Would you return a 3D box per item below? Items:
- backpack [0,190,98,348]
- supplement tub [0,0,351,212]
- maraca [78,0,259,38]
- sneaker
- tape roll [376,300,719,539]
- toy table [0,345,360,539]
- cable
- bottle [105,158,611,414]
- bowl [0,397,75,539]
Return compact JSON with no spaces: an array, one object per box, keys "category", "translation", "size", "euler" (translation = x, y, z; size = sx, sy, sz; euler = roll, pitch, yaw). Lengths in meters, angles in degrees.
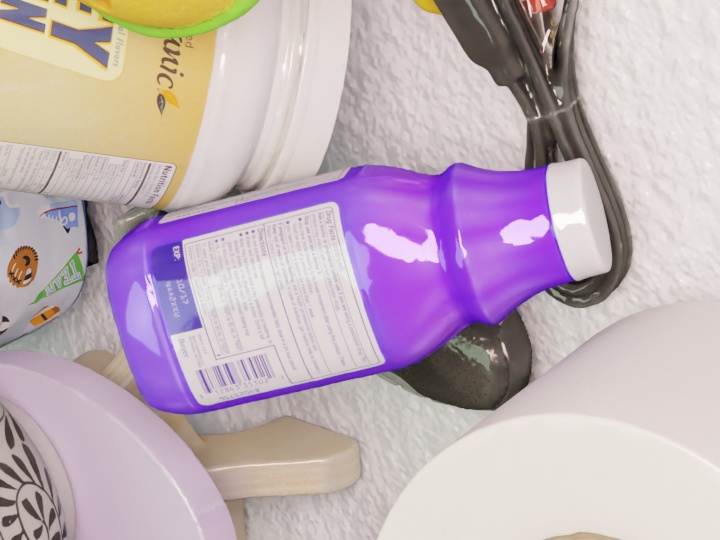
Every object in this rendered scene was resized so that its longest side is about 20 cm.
[{"category":"backpack","translation":[-0.228,-0.036,1.291],"size":[0.190,0.154,0.201],"euler":[-13,98,37]},{"category":"supplement tub","translation":[-0.115,-0.101,1.081],"size":[0.144,0.199,0.145],"euler":[-173,90,-73]},{"category":"maraca","translation":[-0.092,-0.181,0.958],"size":[0.137,0.107,0.201],"euler":[-17,101,36]},{"category":"sneaker","translation":[-0.030,0.021,1.141],"size":[0.200,0.115,0.075],"euler":[30,128,31]},{"category":"tape roll","translation":[0.121,0.127,1.002],"size":[0.202,0.139,0.203],"euler":[11,113,28]},{"category":"toy table","translation":[-0.102,0.089,1.244],"size":[0.200,0.117,0.184],"euler":[29,128,32]},{"category":"cable","translation":[0.076,-0.086,1.059],"size":[0.097,0.050,0.200],"euler":[-22,106,30]},{"category":"bottle","translation":[0.000,0.000,1.053],"size":[0.199,0.065,0.084],"euler":[-14,103,15]},{"category":"bowl","translation":[-0.194,0.113,1.192],"size":[0.200,0.094,0.201],"euler":[22,124,37]}]
